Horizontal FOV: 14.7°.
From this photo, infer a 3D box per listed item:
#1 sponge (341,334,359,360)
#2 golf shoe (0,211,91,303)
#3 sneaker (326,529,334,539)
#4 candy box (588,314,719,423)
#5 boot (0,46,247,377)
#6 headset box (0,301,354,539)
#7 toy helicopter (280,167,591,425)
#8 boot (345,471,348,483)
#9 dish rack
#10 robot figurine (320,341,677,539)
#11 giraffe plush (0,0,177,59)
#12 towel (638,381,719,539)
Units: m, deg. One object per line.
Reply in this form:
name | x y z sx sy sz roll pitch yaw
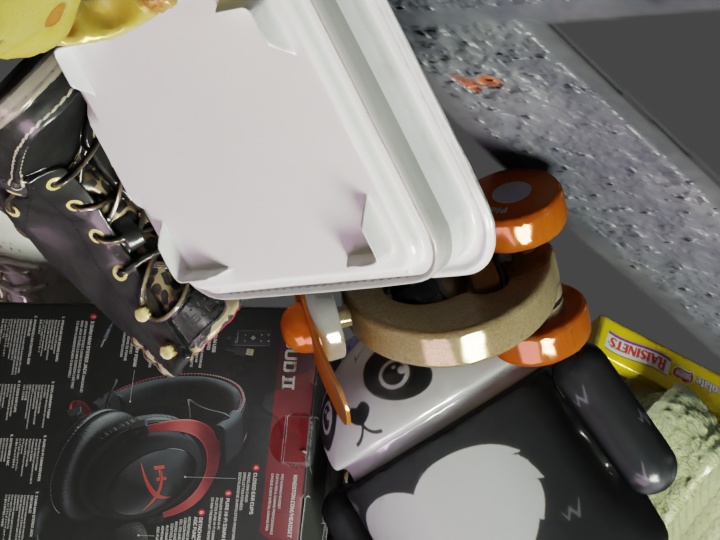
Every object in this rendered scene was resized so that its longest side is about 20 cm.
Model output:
sponge | 0.067 0.096 1.569 0.199 0.030 0.112 26 159 -15
golf shoe | -0.164 0.013 1.495 0.075 0.092 0.200 14 158 28
sneaker | -0.039 0.173 1.444 0.199 0.082 0.077 -1 130 18
candy box | 0.118 0.087 1.454 0.102 0.026 0.200 24 150 -15
boot | -0.116 -0.027 1.299 0.151 0.073 0.200 44 163 0
headset box | -0.095 0.098 1.409 0.199 0.149 0.075 0 153 9
toy helicopter | 0.000 0.000 1.268 0.200 0.132 0.079 25 139 46
boot | 0.098 0.124 1.446 0.199 0.064 0.186 -14 133 38
dish rack | -0.048 -0.058 1.150 0.200 0.044 0.172 -5 118 52
robot figurine | 0.065 0.109 1.313 0.200 0.150 0.125 59 174 4
giraffe plush | -0.181 -0.102 1.054 0.172 0.162 0.200 10 144 29
towel | 0.148 0.169 1.374 0.148 0.200 0.036 43 -151 18
